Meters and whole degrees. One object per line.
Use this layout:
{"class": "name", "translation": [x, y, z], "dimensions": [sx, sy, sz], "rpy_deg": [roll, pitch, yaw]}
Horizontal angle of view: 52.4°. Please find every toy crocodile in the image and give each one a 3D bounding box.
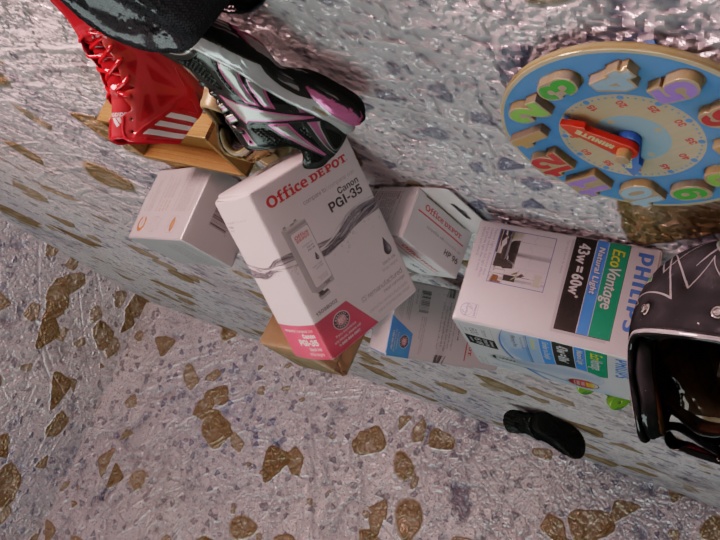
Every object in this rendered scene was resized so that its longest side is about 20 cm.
{"class": "toy crocodile", "translation": [0.413, 0.183, 1.256], "dimensions": [0.199, 0.062, 0.068], "rpy_deg": [27, -155, -26]}

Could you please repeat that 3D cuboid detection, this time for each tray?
{"class": "tray", "translation": [-0.242, -0.175, 0.963], "dimensions": [0.198, 0.037, 0.099], "rpy_deg": [15, 165, 30]}

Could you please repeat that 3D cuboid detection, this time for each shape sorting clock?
{"class": "shape sorting clock", "translation": [0.200, -0.098, 0.542], "dimensions": [0.198, 0.040, 0.200], "rpy_deg": [21, 167, 5]}

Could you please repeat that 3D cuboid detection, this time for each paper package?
{"class": "paper package", "translation": [-0.071, 0.082, 1.342], "dimensions": [0.103, 0.192, 0.199], "rpy_deg": [33, 163, -25]}

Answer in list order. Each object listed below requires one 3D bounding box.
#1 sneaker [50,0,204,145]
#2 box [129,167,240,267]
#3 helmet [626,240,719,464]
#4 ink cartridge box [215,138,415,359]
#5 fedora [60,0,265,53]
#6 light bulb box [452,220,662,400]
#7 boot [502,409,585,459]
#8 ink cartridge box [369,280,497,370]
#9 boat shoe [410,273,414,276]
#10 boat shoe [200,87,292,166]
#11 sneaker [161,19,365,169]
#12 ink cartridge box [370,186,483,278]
{"class": "sneaker", "translation": [-0.233, -0.192, 0.707], "dimensions": [0.199, 0.117, 0.078], "rpy_deg": [33, 163, -38]}
{"class": "box", "translation": [-0.263, -0.084, 1.153], "dimensions": [0.097, 0.126, 0.199], "rpy_deg": [31, 164, -36]}
{"class": "helmet", "translation": [0.331, 0.067, 0.645], "dimensions": [0.197, 0.193, 0.200], "rpy_deg": [-4, -164, 1]}
{"class": "ink cartridge box", "translation": [-0.046, -0.026, 0.809], "dimensions": [0.082, 0.146, 0.202], "rpy_deg": [-1, 120, 54]}
{"class": "fedora", "translation": [-0.166, -0.224, 0.522], "dimensions": [0.198, 0.093, 0.201], "rpy_deg": [21, 166, 5]}
{"class": "light bulb box", "translation": [0.233, 0.050, 0.852], "dimensions": [0.198, 0.126, 0.198], "rpy_deg": [12, 163, 24]}
{"class": "boot", "translation": [0.525, 0.462, 2.089], "dimensions": [0.210, 0.080, 0.157], "rpy_deg": [38, 156, -16]}
{"class": "ink cartridge box", "translation": [0.123, 0.084, 1.139], "dimensions": [0.198, 0.117, 0.067], "rpy_deg": [12, 178, -23]}
{"class": "boat shoe", "translation": [0.000, 0.000, 1.046], "dimensions": [0.198, 0.061, 0.074], "rpy_deg": [-16, 179, 9]}
{"class": "boat shoe", "translation": [-0.126, -0.154, 0.789], "dimensions": [0.073, 0.067, 0.200], "rpy_deg": [18, 166, 16]}
{"class": "sneaker", "translation": [-0.098, -0.151, 0.650], "dimensions": [0.198, 0.087, 0.081], "rpy_deg": [26, -156, -14]}
{"class": "ink cartridge box", "translation": [0.054, -0.048, 0.908], "dimensions": [0.199, 0.069, 0.116], "rpy_deg": [6, 160, 48]}
